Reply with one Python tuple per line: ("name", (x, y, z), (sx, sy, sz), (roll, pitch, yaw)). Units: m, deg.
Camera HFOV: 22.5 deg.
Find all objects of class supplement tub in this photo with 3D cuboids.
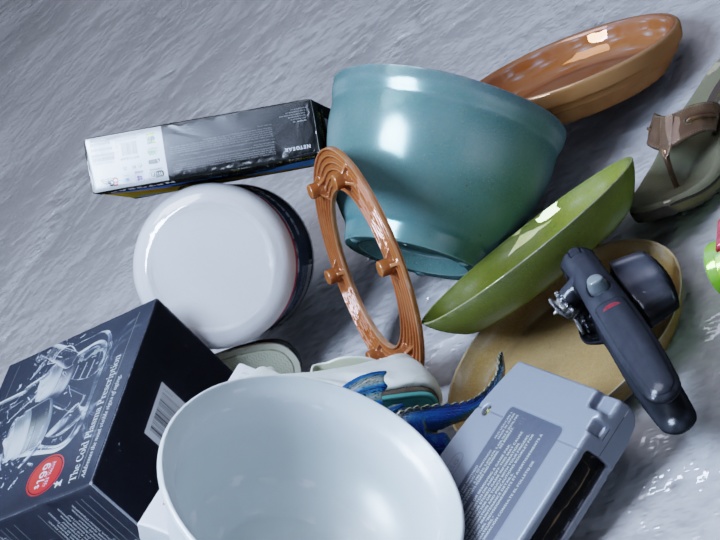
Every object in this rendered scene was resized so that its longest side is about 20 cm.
("supplement tub", (-0.116, -0.007, 1.600), (0.140, 0.141, 0.200), (-39, -1, 5))

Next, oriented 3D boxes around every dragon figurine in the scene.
("dragon figurine", (0.013, 0.111, 1.258), (0.200, 0.099, 0.059), (-40, 28, 4))

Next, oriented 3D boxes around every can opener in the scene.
("can opener", (0.174, 0.038, 1.179), (0.078, 0.063, 0.200), (-35, 24, 11))

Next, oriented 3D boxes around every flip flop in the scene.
("flip flop", (0.253, -0.110, 1.388), (0.081, 0.058, 0.200), (-12, 37, 48))

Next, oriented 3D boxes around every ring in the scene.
("ring", (0.000, 0.000, 1.420), (0.019, 0.201, 0.200), (-20, 19, -15))

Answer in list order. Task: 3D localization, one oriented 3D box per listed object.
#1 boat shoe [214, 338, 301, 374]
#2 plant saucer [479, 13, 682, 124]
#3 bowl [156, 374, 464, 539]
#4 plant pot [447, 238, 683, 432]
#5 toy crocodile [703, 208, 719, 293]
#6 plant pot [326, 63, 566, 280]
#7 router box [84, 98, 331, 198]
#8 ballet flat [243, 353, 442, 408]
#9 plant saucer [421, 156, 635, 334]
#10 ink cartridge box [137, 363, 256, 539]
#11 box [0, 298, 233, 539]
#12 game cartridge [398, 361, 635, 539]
("boat shoe", (-0.135, 0.106, 1.590), (0.199, 0.072, 0.068), (-29, 17, 25))
("plant saucer", (0.185, -0.166, 1.558), (0.199, 0.038, 0.200), (-21, 15, 6))
("bowl", (-0.041, 0.167, 1.151), (0.201, 0.200, 0.091), (-77, 7, -54))
("plant pot", (0.150, 0.058, 1.294), (0.200, 0.028, 0.200), (-33, 25, 17))
("toy crocodile", (0.274, -0.045, 1.239), (0.067, 0.062, 0.200), (-21, 30, 37))
("plant pot", (0.059, -0.071, 1.487), (0.200, 0.200, 0.135), (-2, 71, 56))
("router box", (-0.121, -0.104, 1.565), (0.199, 0.051, 0.149), (-9, 0, 9))
("ballet flat", (-0.041, 0.095, 1.308), (0.199, 0.070, 0.069), (-6, 18, -15))
("plant saucer", (0.132, -0.012, 1.351), (0.200, 0.031, 0.200), (-38, 3, 2))
("ink cartridge box", (-0.082, 0.177, 1.322), (0.115, 0.067, 0.200), (19, 53, 16))
("box", (-0.222, 0.151, 1.468), (0.182, 0.104, 0.201), (-25, 34, 32))
("game cartridge", (0.085, 0.157, 1.172), (0.200, 0.041, 0.133), (-56, 23, -8))
